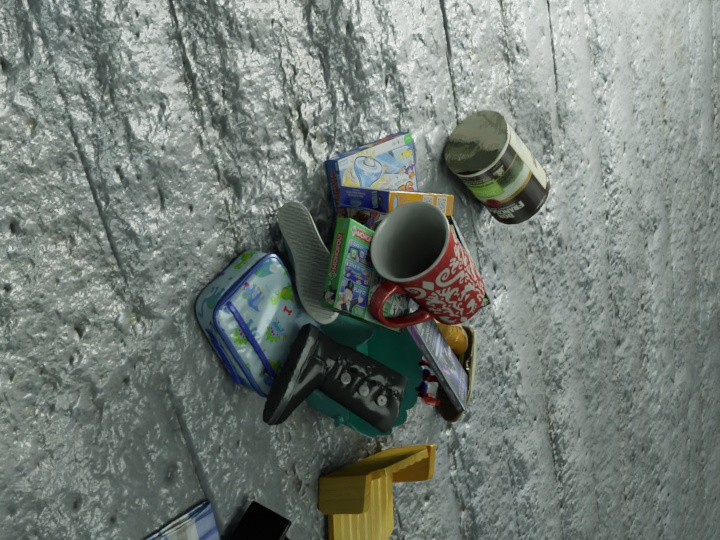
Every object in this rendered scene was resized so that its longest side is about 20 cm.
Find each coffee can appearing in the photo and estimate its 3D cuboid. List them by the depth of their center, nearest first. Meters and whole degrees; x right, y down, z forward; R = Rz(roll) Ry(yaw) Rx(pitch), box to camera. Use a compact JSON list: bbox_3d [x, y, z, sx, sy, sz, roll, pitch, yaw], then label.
[{"bbox_3d":[0.280,-0.207,1.595,0.199,0.144,0.149,37,72,-43],"label":"coffee can"}]

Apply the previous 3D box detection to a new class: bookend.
[{"bbox_3d":[-0.159,0.528,1.293,0.201,0.090,0.202,-56,140,-26],"label":"bookend"}]

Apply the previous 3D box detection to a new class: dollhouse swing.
[{"bbox_3d":[0.041,0.443,1.461,0.197,0.179,0.181,-8,83,-46],"label":"dollhouse swing"}]

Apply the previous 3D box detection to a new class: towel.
[{"bbox_3d":[-0.292,0.462,1.199,0.198,0.023,0.151,-28,118,-41],"label":"towel"}]

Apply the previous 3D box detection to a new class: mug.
[{"bbox_3d":[0.099,0.008,1.259,0.200,0.175,0.136,42,24,-51],"label":"mug"}]

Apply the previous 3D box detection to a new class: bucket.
[{"bbox_3d":[0.001,0.180,1.378,0.204,0.133,0.214,-11,106,-44],"label":"bucket"}]

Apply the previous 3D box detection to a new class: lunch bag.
[{"bbox_3d":[-0.159,0.086,1.230,0.161,0.081,0.203,-44,126,-29],"label":"lunch bag"}]

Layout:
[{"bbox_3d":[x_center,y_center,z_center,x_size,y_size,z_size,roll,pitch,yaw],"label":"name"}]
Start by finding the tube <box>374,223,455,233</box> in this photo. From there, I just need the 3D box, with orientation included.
[{"bbox_3d":[0.096,-0.055,1.387,0.057,0.197,0.053,18,83,-47],"label":"tube"}]

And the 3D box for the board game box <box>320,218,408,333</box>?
[{"bbox_3d":[0.018,0.013,1.243,0.198,0.029,0.138,25,72,-52],"label":"board game box"}]

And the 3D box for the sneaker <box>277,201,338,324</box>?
[{"bbox_3d":[-0.075,-0.009,1.252,0.082,0.072,0.205,72,1,-76],"label":"sneaker"}]

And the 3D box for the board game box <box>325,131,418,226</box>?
[{"bbox_3d":[0.026,-0.158,1.411,0.198,0.034,0.139,-28,117,-40],"label":"board game box"}]

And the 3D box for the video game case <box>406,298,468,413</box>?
[{"bbox_3d":[0.135,0.139,1.405,0.203,0.019,0.143,59,16,-9],"label":"video game case"}]

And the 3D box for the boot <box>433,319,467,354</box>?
[{"bbox_3d":[0.139,0.133,1.562,0.141,0.072,0.203,-25,148,-7],"label":"boot"}]

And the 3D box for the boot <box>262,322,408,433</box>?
[{"bbox_3d":[-0.035,0.201,1.225,0.198,0.065,0.168,32,81,-23],"label":"boot"}]

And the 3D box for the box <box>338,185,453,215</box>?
[{"bbox_3d":[0.055,-0.119,1.337,0.197,0.117,0.043,0,99,-47],"label":"box"}]

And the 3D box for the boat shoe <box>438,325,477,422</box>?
[{"bbox_3d":[0.221,0.224,1.679,0.076,0.070,0.206,18,85,-62],"label":"boat shoe"}]

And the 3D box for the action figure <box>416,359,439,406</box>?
[{"bbox_3d":[0.118,0.207,1.487,0.050,0.200,0.067,7,94,-11],"label":"action figure"}]

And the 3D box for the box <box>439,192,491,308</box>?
[{"bbox_3d":[0.188,-0.038,1.513,0.037,0.202,0.138,-25,128,10],"label":"box"}]

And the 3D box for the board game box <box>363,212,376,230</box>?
[{"bbox_3d":[0.000,0.000,1.334,0.200,0.038,0.161,-50,161,-60],"label":"board game box"}]
